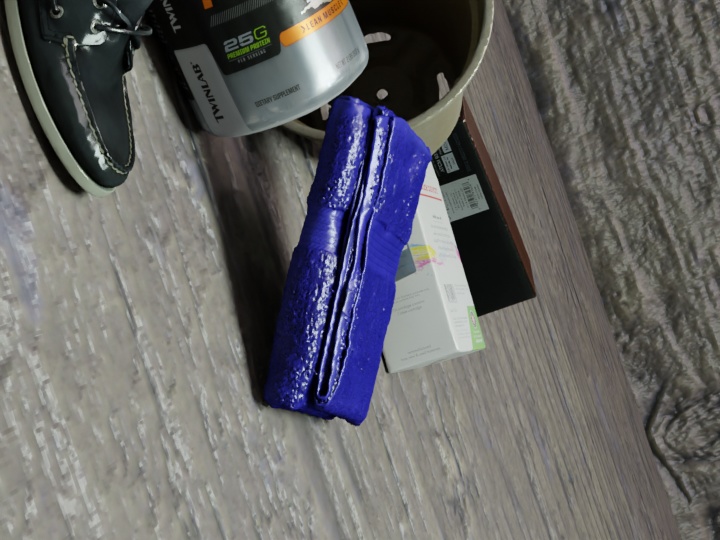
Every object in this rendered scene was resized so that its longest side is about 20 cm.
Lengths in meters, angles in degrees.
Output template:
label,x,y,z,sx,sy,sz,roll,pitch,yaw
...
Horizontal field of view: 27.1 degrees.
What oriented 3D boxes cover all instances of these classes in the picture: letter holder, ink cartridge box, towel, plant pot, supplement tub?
label,x,y,z,sx,sy,sz,roll,pitch,yaw
letter holder,0.092,-0.073,1.488,0.142,0.100,0.201,-83,151,-63
ink cartridge box,0.039,-0.019,1.284,0.117,0.067,0.202,5,68,-74
towel,0.000,0.000,0.977,0.148,0.049,0.202,26,77,-69
plant pot,0.007,-0.163,1.149,0.184,0.199,0.202,64,11,-74
supplement tub,-0.083,-0.196,0.934,0.123,0.122,0.201,-77,146,-64

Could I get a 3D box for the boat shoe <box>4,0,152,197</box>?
label,x,y,z,sx,sy,sz,roll,pitch,yaw
boat shoe,-0.139,-0.140,0.766,0.074,0.066,0.201,26,48,-71
